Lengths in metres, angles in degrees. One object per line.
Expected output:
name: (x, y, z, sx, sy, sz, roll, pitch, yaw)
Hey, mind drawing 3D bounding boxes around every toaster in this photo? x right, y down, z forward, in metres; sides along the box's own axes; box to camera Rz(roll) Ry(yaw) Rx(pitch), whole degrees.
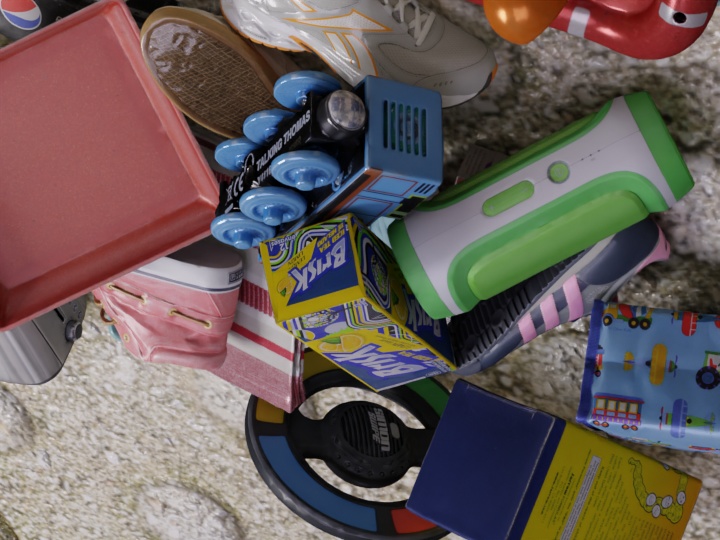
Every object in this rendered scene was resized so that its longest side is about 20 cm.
toaster: (-0.336, 0.013, 1.587, 0.199, 0.114, 0.129, 14, 151, 14)

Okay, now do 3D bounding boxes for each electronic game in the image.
electronic game: (0.005, 0.136, 1.487, 0.199, 0.200, 0.042, 25, 131, 2)

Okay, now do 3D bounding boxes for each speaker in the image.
speaker: (0.122, -0.044, 1.270, 0.199, 0.089, 0.089, -27, 121, 10)

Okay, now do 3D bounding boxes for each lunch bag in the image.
lunch bag: (0.247, 0.103, 1.391, 0.150, 0.095, 0.200, 6, 162, 13)

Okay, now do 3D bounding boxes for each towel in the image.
towel: (-0.095, -0.003, 1.446, 0.144, 0.023, 0.201, 24, 123, 32)

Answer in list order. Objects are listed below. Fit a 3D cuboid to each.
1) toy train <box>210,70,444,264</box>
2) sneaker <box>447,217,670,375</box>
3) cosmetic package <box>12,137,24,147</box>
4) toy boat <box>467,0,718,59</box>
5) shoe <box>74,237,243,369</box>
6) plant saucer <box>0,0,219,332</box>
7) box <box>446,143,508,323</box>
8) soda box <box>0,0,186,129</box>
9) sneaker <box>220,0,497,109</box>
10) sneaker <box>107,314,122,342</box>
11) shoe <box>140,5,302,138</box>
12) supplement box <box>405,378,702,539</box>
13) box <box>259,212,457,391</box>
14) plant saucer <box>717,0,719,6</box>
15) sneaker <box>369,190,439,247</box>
toy train: (-0.027, -0.065, 1.272, 0.114, 0.087, 0.200, 12, 154, -23)
sneaker: (0.143, 0.023, 1.376, 0.082, 0.070, 0.200, 25, 132, -30)
cosmetic package: (-0.294, -0.103, 1.456, 0.199, 0.085, 0.107, -11, 160, 37)
toy boat: (0.112, -0.181, 1.099, 0.199, 0.131, 0.131, 19, 139, 9)
shoe: (-0.188, 0.012, 1.441, 0.199, 0.071, 0.091, 16, 111, 14)
plant saucer: (-0.220, -0.078, 1.342, 0.199, 0.037, 0.200, -25, 121, 2)
box: (0.077, -0.011, 1.419, 0.039, 0.042, 0.200, 20, 138, 6)
soda box: (-0.203, -0.188, 1.363, 0.199, 0.063, 0.071, 31, 138, -6)
sneaker: (0.002, -0.179, 1.262, 0.199, 0.076, 0.092, 21, 135, 5)
sneaker: (-0.175, -0.019, 1.506, 0.077, 0.086, 0.201, 15, 138, 14)
shoe: (-0.078, -0.128, 1.334, 0.200, 0.053, 0.070, 35, 114, -32)
supplement box: (0.151, 0.172, 1.436, 0.200, 0.110, 0.109, 26, 175, -43)
box: (0.003, 0.027, 1.318, 0.070, 0.065, 0.200, -17, 159, 16)
plant saucer: (0.180, -0.248, 1.122, 0.199, 0.036, 0.201, 14, 137, 14)
sneaker: (0.000, 0.000, 1.422, 0.082, 0.074, 0.200, -6, 148, -27)
